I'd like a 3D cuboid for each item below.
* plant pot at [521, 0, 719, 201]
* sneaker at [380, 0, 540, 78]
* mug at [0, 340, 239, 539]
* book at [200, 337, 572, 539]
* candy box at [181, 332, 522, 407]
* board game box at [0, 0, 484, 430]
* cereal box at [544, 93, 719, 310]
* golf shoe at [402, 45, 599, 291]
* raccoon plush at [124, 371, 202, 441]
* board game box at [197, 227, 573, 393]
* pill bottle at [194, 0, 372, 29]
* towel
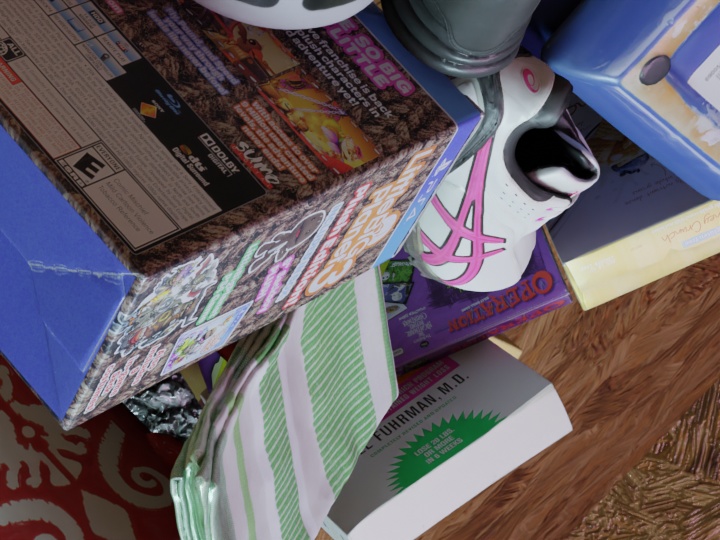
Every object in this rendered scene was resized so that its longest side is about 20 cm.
[{"bbox_3d":[0.150,-0.160,1.040,0.200,0.180,0.200,-47,141,10],"label":"plant pot"},{"bbox_3d":[0.042,-0.166,0.922,0.070,0.201,0.099,10,141,-14],"label":"sneaker"},{"bbox_3d":[-0.142,0.084,1.024,0.177,0.200,0.134,-37,162,-23],"label":"mug"},{"bbox_3d":[0.008,0.077,1.203,0.133,0.200,0.048,-34,120,-14],"label":"book"},{"bbox_3d":[-0.005,0.056,1.358,0.200,0.056,0.117,25,101,-44],"label":"candy box"},{"bbox_3d":[-0.081,-0.057,0.892,0.200,0.160,0.097,-27,158,-43],"label":"board game box"},{"bbox_3d":[0.154,-0.075,1.183,0.143,0.200,0.040,-24,125,5],"label":"cereal box"},{"bbox_3d":[0.064,-0.038,1.017,0.073,0.092,0.200,-65,160,-19],"label":"golf shoe"},{"bbox_3d":[-0.135,0.122,1.182,0.134,0.201,0.097,-33,-174,-9],"label":"raccoon plush"},{"bbox_3d":[0.000,0.000,1.184,0.199,0.121,0.032,-23,162,6],"label":"board game box"},{"bbox_3d":[-0.013,-0.191,0.801,0.112,0.112,0.200,-32,161,-34],"label":"pill bottle"},{"bbox_3d":[-0.028,0.071,0.979,0.200,0.023,0.153,-63,155,-44],"label":"towel"}]
